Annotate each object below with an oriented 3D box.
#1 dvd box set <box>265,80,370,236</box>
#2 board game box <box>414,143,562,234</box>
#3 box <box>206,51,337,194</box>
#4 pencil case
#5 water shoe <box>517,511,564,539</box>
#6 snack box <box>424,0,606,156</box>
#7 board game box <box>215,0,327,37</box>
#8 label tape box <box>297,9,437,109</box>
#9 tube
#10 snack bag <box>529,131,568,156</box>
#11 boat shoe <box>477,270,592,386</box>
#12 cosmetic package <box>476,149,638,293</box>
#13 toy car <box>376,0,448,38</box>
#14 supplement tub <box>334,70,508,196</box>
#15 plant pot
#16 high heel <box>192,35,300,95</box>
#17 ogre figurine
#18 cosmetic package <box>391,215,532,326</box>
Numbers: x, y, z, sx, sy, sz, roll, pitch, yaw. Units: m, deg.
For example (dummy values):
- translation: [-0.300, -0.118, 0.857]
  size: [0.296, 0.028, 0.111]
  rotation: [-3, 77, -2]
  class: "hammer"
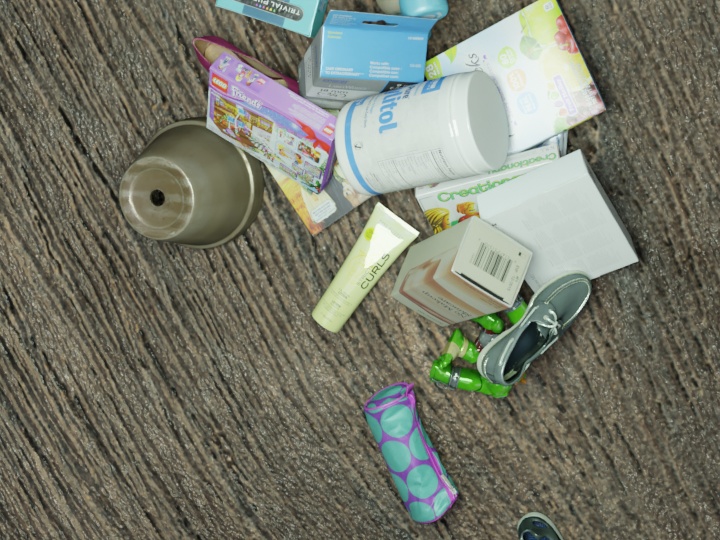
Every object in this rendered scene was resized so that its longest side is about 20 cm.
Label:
- translation: [-0.067, -0.173, 1.424]
  size: [0.146, 0.029, 0.201]
  rotation: [-32, 94, 19]
  class: "dvd box set"
- translation: [0.187, -0.097, 1.315]
  size: [0.198, 0.035, 0.127]
  rotation: [-14, 139, 18]
  class: "board game box"
- translation: [-0.123, -0.204, 1.352]
  size: [0.199, 0.039, 0.137]
  rotation: [31, 151, 6]
  class: "box"
- translation: [0.079, 0.274, 1.462]
  size: [0.092, 0.085, 0.201]
  rotation: [-21, 97, 34]
  class: "pencil case"
- translation: [0.305, 0.458, 1.449]
  size: [0.200, 0.079, 0.071]
  rotation: [46, 109, 0]
  class: "water shoe"
- translation: [0.206, -0.247, 1.299]
  size: [0.199, 0.068, 0.170]
  rotation: [-26, 91, 20]
  class: "snack box"
- translation: [-0.107, -0.451, 1.362]
  size: [0.150, 0.047, 0.202]
  rotation: [20, 107, 9]
  class: "board game box"
- translation: [0.005, -0.269, 1.270]
  size: [0.143, 0.200, 0.064]
  rotation: [1, 82, -14]
  class: "label tape box"
- translation: [0.000, 0.000, 1.440]
  size: [0.058, 0.052, 0.201]
  rotation: [26, 107, -36]
  class: "tube"
- translation: [0.200, -0.124, 1.372]
  size: [0.187, 0.021, 0.202]
  rotation: [3, 103, 14]
  class: "snack bag"
- translation: [0.246, 0.082, 1.302]
  size: [0.200, 0.062, 0.073]
  rotation: [-42, 111, -5]
  class: "boat shoe"
- translation: [0.266, -0.056, 1.292]
  size: [0.150, 0.052, 0.200]
  rotation: [-24, 135, 20]
  class: "cosmetic package"
- translation: [0.120, -0.418, 1.278]
  size: [0.198, 0.177, 0.186]
  rotation: [-13, 86, -11]
  class: "toy car"
- translation: [0.078, -0.176, 1.254]
  size: [0.198, 0.132, 0.133]
  rotation: [-10, 101, 32]
  class: "supplement tub"
- translation: [-0.263, -0.120, 1.413]
  size: [0.198, 0.173, 0.202]
  rotation: [3, 103, 14]
  class: "plant pot"
- translation: [-0.152, -0.265, 1.361]
  size: [0.199, 0.096, 0.068]
  rotation: [32, 99, 21]
  class: "high heel"
- translation: [0.193, 0.107, 1.382]
  size: [0.119, 0.098, 0.201]
  rotation: [28, 101, -5]
  class: "ogre figurine"
- translation: [0.133, 0.006, 1.312]
  size: [0.103, 0.200, 0.088]
  rotation: [29, 71, -12]
  class: "cosmetic package"
